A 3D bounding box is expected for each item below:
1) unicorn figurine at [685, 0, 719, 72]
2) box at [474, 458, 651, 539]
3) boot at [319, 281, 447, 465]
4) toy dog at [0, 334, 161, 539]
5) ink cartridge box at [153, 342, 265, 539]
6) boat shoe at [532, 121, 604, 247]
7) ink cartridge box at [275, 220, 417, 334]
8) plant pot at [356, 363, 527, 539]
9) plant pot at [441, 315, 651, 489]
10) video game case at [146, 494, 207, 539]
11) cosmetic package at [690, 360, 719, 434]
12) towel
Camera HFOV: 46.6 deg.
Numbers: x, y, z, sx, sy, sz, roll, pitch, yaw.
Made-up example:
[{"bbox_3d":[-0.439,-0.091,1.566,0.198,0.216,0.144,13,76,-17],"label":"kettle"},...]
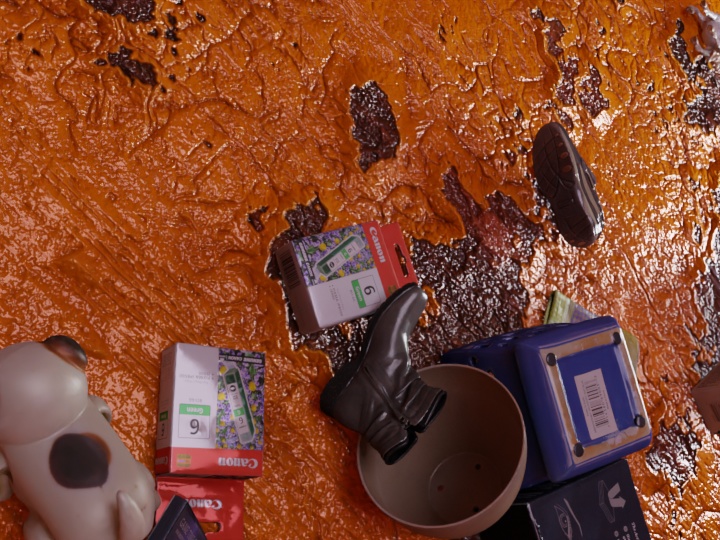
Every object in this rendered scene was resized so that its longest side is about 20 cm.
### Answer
[{"bbox_3d":[0.721,-0.491,1.700,0.136,0.073,0.203,21,78,-37],"label":"unicorn figurine"},{"bbox_3d":[0.275,0.372,1.087,0.198,0.117,0.199,-10,81,-34],"label":"box"},{"bbox_3d":[0.054,0.122,0.987,0.201,0.130,0.068,-55,146,-12],"label":"boot"},{"bbox_3d":[-0.276,0.162,0.746,0.139,0.193,0.202,-29,98,-24],"label":"toy dog"},{"bbox_3d":[-0.160,0.185,0.895,0.108,0.050,0.203,10,69,-31],"label":"ink cartridge box"},{"bbox_3d":[0.331,-0.138,1.325,0.073,0.074,0.203,-23,97,-46],"label":"boat shoe"},{"bbox_3d":[0.000,0.000,1.053,0.198,0.050,0.110,-16,84,-35],"label":"ink cartridge box"},{"bbox_3d":[0.109,0.233,0.997,0.202,0.198,0.135,-67,148,-29],"label":"plant pot"},{"bbox_3d":[0.248,0.170,1.084,0.198,0.179,0.203,-10,82,-30],"label":"plant pot"},{"bbox_3d":[-0.207,0.319,0.768,0.019,0.144,0.201,22,61,11],"label":"video game case"},{"bbox_3d":[0.663,0.188,1.417,0.199,0.103,0.088,-30,94,-35],"label":"cosmetic package"},{"bbox_3d":[0.353,0.129,1.276,0.198,0.023,0.145,29,62,-24],"label":"towel"}]
